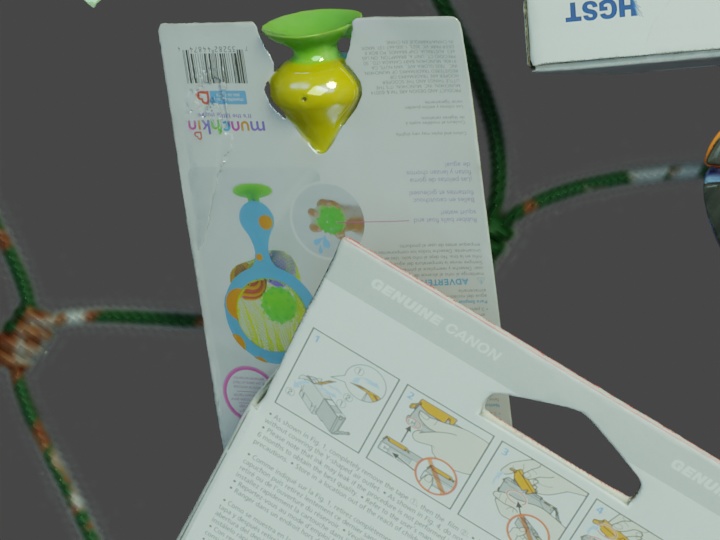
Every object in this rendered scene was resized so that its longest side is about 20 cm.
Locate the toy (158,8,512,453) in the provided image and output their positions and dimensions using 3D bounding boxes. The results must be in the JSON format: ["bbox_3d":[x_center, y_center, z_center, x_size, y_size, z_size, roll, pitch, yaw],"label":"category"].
[{"bbox_3d":[0.000,0.000,0.952,0.115,0.047,0.201,1,115,22],"label":"toy"}]

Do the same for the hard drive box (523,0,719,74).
[{"bbox_3d":[0.134,-0.172,0.897,0.155,0.077,0.201,-2,92,30],"label":"hard drive box"}]

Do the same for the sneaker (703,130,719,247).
[{"bbox_3d":[0.182,0.021,0.929,0.075,0.078,0.201,-15,108,19],"label":"sneaker"}]

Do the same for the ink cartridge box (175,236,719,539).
[{"bbox_3d":[0.050,0.092,0.922,0.199,0.045,0.177,31,124,4],"label":"ink cartridge box"}]

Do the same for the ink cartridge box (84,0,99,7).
[{"bbox_3d":[-0.085,-0.219,0.963,0.145,0.048,0.200,43,94,3],"label":"ink cartridge box"}]
